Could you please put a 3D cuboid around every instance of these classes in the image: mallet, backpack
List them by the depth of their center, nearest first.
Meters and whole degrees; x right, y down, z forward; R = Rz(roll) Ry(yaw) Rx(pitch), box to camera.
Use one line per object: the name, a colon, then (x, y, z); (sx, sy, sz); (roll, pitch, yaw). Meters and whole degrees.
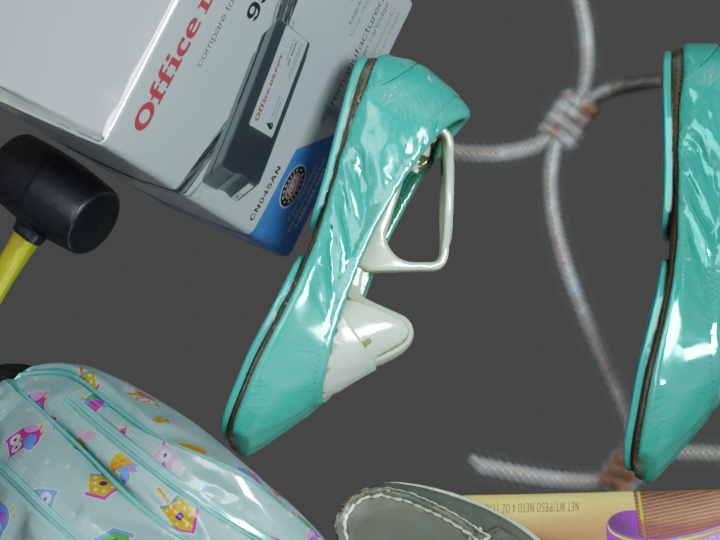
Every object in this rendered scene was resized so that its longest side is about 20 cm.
backpack: (-0.104, 0.121, 1.138); (0.200, 0.167, 0.127); (30, 89, 51)
mallet: (-0.202, 0.022, 1.306); (0.066, 0.041, 0.200); (42, 98, 26)

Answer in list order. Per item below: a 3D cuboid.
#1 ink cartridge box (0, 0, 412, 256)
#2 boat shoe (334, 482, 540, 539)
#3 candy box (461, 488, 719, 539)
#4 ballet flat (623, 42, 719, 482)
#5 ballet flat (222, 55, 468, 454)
ink cartridge box: (-0.073, -0.106, 1.191); (0.084, 0.200, 0.145); (25, 87, 26)
boat shoe: (0.062, 0.150, 1.084); (0.202, 0.060, 0.072); (37, 92, 28)
candy box: (0.143, 0.155, 1.113); (0.199, 0.056, 0.117); (-3, 74, 24)
ballet flat: (0.160, -0.004, 1.145); (0.070, 0.067, 0.201); (5, 80, 9)
ballet flat: (0.000, 0.000, 1.203); (0.070, 0.067, 0.201); (20, 87, 9)
